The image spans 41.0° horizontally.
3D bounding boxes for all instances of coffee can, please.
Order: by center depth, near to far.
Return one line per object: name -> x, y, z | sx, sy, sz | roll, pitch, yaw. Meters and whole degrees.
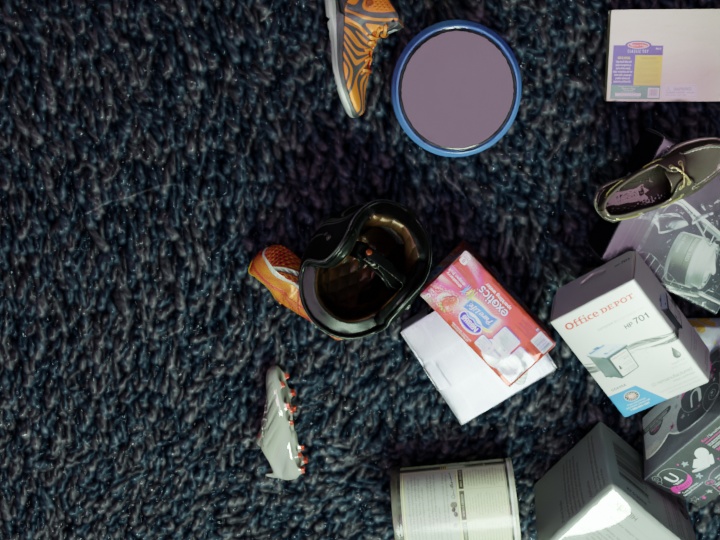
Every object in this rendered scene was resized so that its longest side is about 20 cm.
coffee can -> 0.153, 0.386, 1.558 | 0.197, 0.147, 0.149 | -6, 103, 6

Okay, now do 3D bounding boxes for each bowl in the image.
bowl -> 0.145, -0.272, 1.452 | 0.197, 0.039, 0.204 | 1, 103, 2

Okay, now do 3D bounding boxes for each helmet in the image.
helmet -> 0.000, 0.000, 1.454 | 0.200, 0.201, 0.190 | 44, 143, -7

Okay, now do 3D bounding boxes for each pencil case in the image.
pencil case -> 0.523, 0.119, 1.499 | 0.196, 0.083, 0.092 | 0, 118, 4

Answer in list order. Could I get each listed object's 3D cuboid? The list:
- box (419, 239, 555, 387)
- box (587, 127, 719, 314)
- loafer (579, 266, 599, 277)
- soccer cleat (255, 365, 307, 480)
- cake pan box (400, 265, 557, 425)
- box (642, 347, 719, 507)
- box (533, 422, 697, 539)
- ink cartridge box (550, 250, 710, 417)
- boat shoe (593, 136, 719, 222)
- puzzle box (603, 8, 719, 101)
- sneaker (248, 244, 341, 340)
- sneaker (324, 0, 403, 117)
box -> 0.190, 0.063, 1.455 | 0.100, 0.096, 0.200 | -44, 95, 11
box -> 0.477, -0.076, 1.436 | 0.194, 0.124, 0.202 | 24, 104, -3
loafer -> 0.388, 0.094, 1.510 | 0.075, 0.068, 0.203 | -13, 102, 7
soccer cleat -> -0.141, 0.256, 1.594 | 0.076, 0.069, 0.203 | -7, 106, 9
cake pan box -> 0.186, 0.119, 1.542 | 0.183, 0.052, 0.201 | -34, 99, 9
box -> 0.530, 0.239, 1.462 | 0.114, 0.133, 0.201 | 26, 132, -9
box -> 0.397, 0.395, 1.509 | 0.199, 0.199, 0.172 | 40, 110, -6
ink cartridge box -> 0.393, 0.095, 1.405 | 0.146, 0.086, 0.200 | -31, 109, 32
boat shoe -> 0.422, -0.124, 1.335 | 0.198, 0.060, 0.073 | -23, 98, 10
puzzle box -> 0.464, -0.319, 1.426 | 0.196, 0.025, 0.135 | 1, 104, 4
sneaker -> -0.092, 0.037, 1.544 | 0.200, 0.073, 0.077 | 45, 139, -13
sneaker -> 0.012, -0.334, 1.432 | 0.110, 0.078, 0.203 | -6, 103, 7
